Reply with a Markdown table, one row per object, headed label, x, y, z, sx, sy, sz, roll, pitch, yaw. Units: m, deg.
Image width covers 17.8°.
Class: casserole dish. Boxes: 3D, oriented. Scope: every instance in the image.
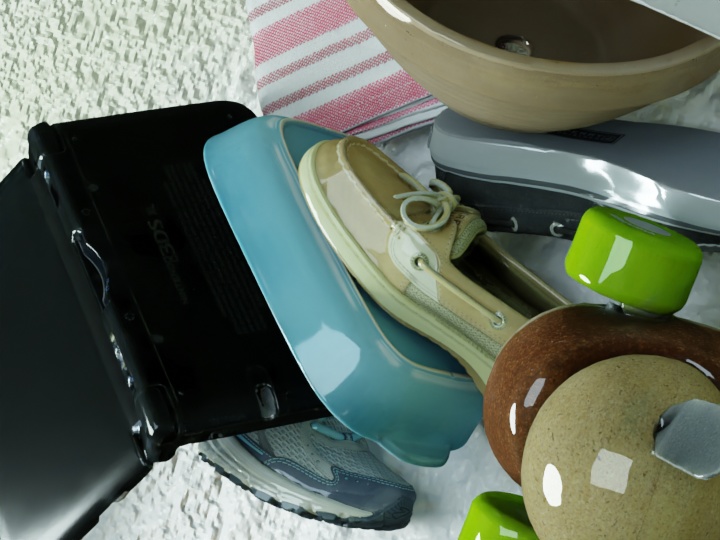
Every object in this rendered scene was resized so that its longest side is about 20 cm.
| label | x | y | z | sx | sy | sz | roll | pitch | yaw |
| --- | --- | --- | --- | --- | --- | --- | --- | --- | --- |
| casserole dish | 0.000 | 0.000 | 1.076 | 0.039 | 0.121 | 0.200 | -41 | 59 | 26 |

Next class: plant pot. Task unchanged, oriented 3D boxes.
| label | x | y | z | sx | sy | sz | roll | pitch | yaw |
| --- | --- | --- | --- | --- | --- | --- | --- | --- | --- |
| plant pot | 0.076 | -0.129 | 1.037 | 0.201 | 0.201 | 0.093 | 55 | 150 | 29 |

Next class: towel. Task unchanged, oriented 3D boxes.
| label | x | y | z | sx | sy | sz | roll | pitch | yaw |
| --- | --- | --- | --- | --- | --- | --- | --- | --- | --- |
| towel | 0.003 | -0.159 | 1.164 | 0.146 | 0.030 | 0.200 | -19 | 71 | 34 |

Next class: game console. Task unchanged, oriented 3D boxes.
| label | x | y | z | sx | sy | sz | roll | pitch | yaw |
| --- | --- | --- | --- | --- | --- | --- | --- | --- | --- |
| game console | -0.109 | 0.031 | 1.126 | 0.117 | 0.176 | 0.200 | 106 | 146 | -47 |

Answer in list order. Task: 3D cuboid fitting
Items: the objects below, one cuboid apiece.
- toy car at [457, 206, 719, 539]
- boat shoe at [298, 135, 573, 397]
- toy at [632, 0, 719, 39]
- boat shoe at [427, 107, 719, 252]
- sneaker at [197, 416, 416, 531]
| label | x | y | z | sx | sy | sz | roll | pitch | yaw |
| --- | --- | --- | --- | --- | --- | --- | --- | --- | --- |
| toy car | 0.125 | 0.083 | 0.906 | 0.158 | 0.200 | 0.165 | 20 | 101 | -1 |
| boat shoe | 0.057 | 0.007 | 1.034 | 0.201 | 0.073 | 0.063 | 47 | 116 | 6 |
| toy | 0.106 | -0.159 | 0.973 | 0.200 | 0.047 | 0.115 | 28 | 68 | 22 |
| boat shoe | 0.119 | -0.032 | 1.042 | 0.200 | 0.069 | 0.057 | 15 | 120 | 35 |
| sneaker | -0.045 | 0.057 | 1.129 | 0.200 | 0.078 | 0.086 | 32 | 97 | 35 |
